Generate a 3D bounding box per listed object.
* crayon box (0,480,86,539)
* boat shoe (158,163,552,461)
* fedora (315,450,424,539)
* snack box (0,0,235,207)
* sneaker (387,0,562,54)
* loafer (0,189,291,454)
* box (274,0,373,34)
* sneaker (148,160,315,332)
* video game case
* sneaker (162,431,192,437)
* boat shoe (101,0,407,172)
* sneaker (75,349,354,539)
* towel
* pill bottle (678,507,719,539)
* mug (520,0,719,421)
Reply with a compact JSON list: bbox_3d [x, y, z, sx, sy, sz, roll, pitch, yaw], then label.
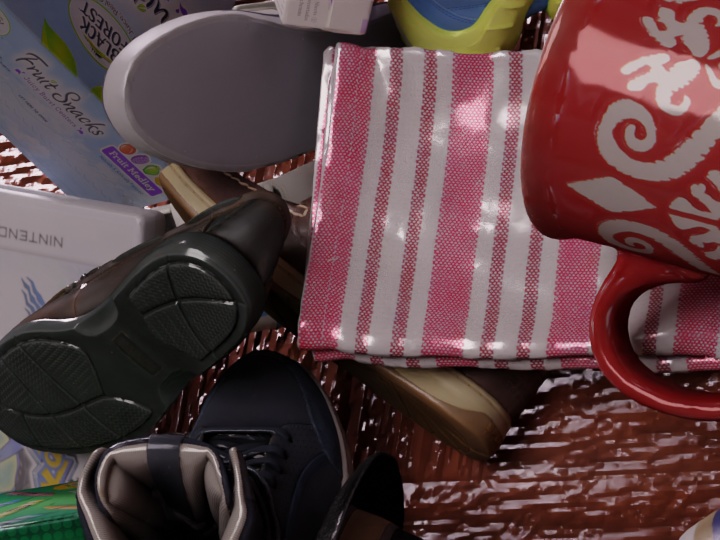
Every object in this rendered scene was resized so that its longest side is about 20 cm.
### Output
[{"bbox_3d":[-0.128,0.156,1.265,0.058,0.200,0.119,-9,90,-1],"label":"crayon box"},{"bbox_3d":[0.000,0.000,1.322,0.200,0.072,0.072,36,78,23],"label":"boat shoe"},{"bbox_3d":[0.021,0.173,1.199,0.091,0.201,0.201,10,74,9],"label":"fedora"},{"bbox_3d":[-0.134,-0.152,1.423,0.067,0.169,0.201,-17,46,32],"label":"snack box"},{"bbox_3d":[0.096,-0.164,1.299,0.200,0.105,0.076,-32,52,3],"label":"sneaker"},{"bbox_3d":[-0.095,0.024,1.313,0.200,0.072,0.063,-30,18,47],"label":"loafer"},{"bbox_3d":[-0.026,-0.160,1.368,0.200,0.039,0.042,-111,29,-66],"label":"box"},{"bbox_3d":[-0.069,-0.007,1.397,0.199,0.072,0.072,-24,55,26],"label":"sneaker"},{"bbox_3d":[-0.171,0.060,1.415,0.182,0.022,0.201,10,101,35],"label":"video game case"},{"bbox_3d":[-0.045,0.151,1.303,0.090,0.078,0.201,-18,63,19],"label":"sneaker"},{"bbox_3d":[-0.042,-0.089,1.346,0.070,0.199,0.071,8,108,49],"label":"boat shoe"},{"bbox_3d":[-0.056,0.085,1.220,0.077,0.146,0.203,-5,49,13],"label":"sneaker"},{"bbox_3d":[0.076,-0.029,1.269,0.199,0.030,0.147,1,68,10],"label":"towel"},{"bbox_3d":[0.223,0.095,1.093,0.200,0.111,0.111,-34,52,20],"label":"pill bottle"},{"bbox_3d":[0.181,-0.031,1.175,0.199,0.178,0.133,18,42,24],"label":"mug"}]
